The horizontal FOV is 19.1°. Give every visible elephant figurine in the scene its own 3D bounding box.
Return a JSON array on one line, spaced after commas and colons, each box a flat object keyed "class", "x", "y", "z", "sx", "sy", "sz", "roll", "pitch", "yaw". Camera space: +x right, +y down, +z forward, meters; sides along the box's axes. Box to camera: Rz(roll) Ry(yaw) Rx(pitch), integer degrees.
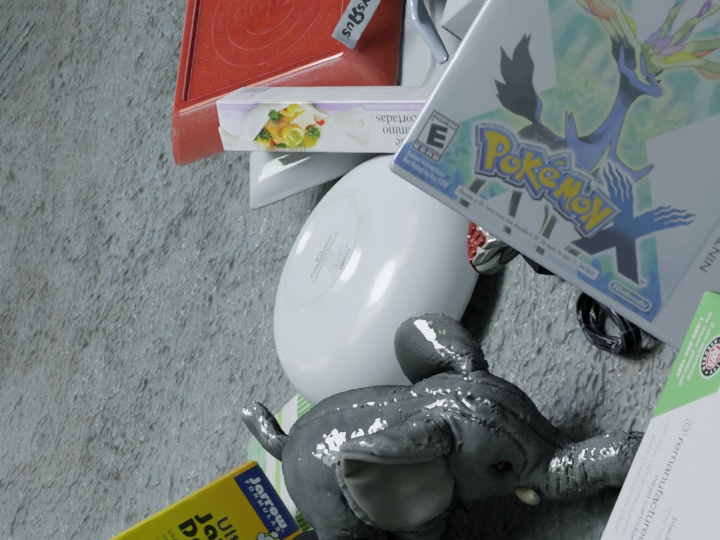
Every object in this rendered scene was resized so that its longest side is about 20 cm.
[{"class": "elephant figurine", "x": 0.049, "y": 0.097, "z": 1.246, "sx": 0.200, "sy": 0.155, "sz": 0.142, "roll": -50, "pitch": 49, "yaw": 49}]

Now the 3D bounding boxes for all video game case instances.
[{"class": "video game case", "x": 0.144, "y": -0.081, "z": 1.179, "sx": 0.182, "sy": 0.200, "sz": 0.022, "roll": -59, "pitch": -4, "yaw": 16}]

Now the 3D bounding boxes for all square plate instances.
[{"class": "square plate", "x": -0.005, "y": -0.160, "z": 1.568, "sx": 0.198, "sy": 0.028, "sz": 0.200, "roll": -21, "pitch": 51, "yaw": 27}]

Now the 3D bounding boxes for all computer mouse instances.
[{"class": "computer mouse", "x": 0.130, "y": -0.010, "z": 1.308, "sx": 0.200, "sy": 0.034, "sz": 0.059, "roll": -123, "pitch": 24, "yaw": -51}]

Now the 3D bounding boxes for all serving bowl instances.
[{"class": "serving bowl", "x": 0.000, "y": 0.000, "z": 1.460, "sx": 0.200, "sy": 0.066, "sz": 0.200, "roll": -40, "pitch": 35, "yaw": 36}]

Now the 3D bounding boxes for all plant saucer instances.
[{"class": "plant saucer", "x": -0.060, "y": -0.193, "z": 1.587, "sx": 0.199, "sy": 0.037, "sz": 0.200, "roll": -16, "pitch": 53, "yaw": 30}]

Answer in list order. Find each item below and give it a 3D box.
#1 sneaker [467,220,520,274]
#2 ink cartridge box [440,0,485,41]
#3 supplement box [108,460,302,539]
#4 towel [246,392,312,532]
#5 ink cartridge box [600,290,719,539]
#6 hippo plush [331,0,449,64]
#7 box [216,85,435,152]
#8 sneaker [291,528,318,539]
[{"class": "sneaker", "x": 0.142, "y": -0.056, "z": 1.242, "sx": 0.200, "sy": 0.082, "sz": 0.078, "roll": -37, "pitch": 24, "yaw": 24}, {"class": "ink cartridge box", "x": 0.140, "y": -0.237, "z": 1.368, "sx": 0.145, "sy": 0.084, "sz": 0.200, "roll": -36, "pitch": 29, "yaw": 44}, {"class": "supplement box", "x": -0.132, "y": 0.225, "z": 1.406, "sx": 0.109, "sy": 0.200, "sz": 0.110, "roll": -40, "pitch": 80, "yaw": 42}, {"class": "towel", "x": -0.022, "y": 0.133, "z": 1.490, "sx": 0.200, "sy": 0.023, "sz": 0.153, "roll": -44, "pitch": 35, "yaw": 40}, {"class": "ink cartridge box", "x": 0.220, "y": 0.105, "z": 1.005, "sx": 0.200, "sy": 0.084, "sz": 0.146, "roll": 23, "pitch": 91, "yaw": 63}, {"class": "hippo plush", "x": 0.007, "y": -0.279, "z": 1.474, "sx": 0.159, "sy": 0.161, "sz": 0.200, "roll": 12, "pitch": 62, "yaw": 21}, {"class": "box", "x": -0.006, "y": -0.105, "z": 1.483, "sx": 0.200, "sy": 0.041, "sz": 0.039, "roll": 2, "pitch": 112, "yaw": 28}, {"class": "sneaker", "x": -0.024, "y": 0.196, "z": 1.309, "sx": 0.072, "sy": 0.083, "sz": 0.200, "roll": -26, "pitch": 23, "yaw": 4}]
